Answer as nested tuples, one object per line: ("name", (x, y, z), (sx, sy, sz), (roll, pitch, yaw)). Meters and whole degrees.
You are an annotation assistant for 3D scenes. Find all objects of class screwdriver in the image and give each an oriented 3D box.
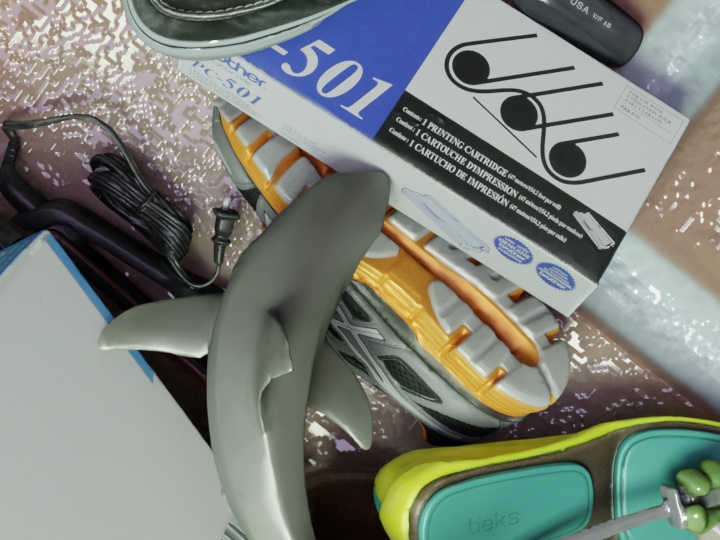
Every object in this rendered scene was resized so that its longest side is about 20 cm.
("screwdriver", (0.035, -0.143, 0.758), (0.200, 0.028, 0.029), (27, 114, -13))

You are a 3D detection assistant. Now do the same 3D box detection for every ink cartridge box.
("ink cartridge box", (-0.185, 0.107, 0.725), (0.200, 0.146, 0.147), (-21, 113, 32))
("ink cartridge box", (0.031, -0.075, 0.763), (0.200, 0.044, 0.094), (32, 65, 1))

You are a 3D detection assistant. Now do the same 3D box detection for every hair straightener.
("hair straightener", (-0.085, -0.009, 0.824), (0.200, 0.041, 0.077), (42, 103, 3))

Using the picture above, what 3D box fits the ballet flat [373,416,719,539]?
("ballet flat", (0.097, 0.094, 0.792), (0.200, 0.067, 0.067), (-2, 100, -23))

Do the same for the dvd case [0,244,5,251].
("dvd case", (-0.201, 0.060, 0.808), (0.150, 0.025, 0.200), (46, 127, -12))

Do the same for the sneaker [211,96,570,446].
("sneaker", (0.000, 0.000, 0.794), (0.200, 0.078, 0.077), (49, 137, 8))

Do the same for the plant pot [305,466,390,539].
("plant pot", (0.007, 0.225, 0.781), (0.200, 0.200, 0.199), (28, 110, 2))

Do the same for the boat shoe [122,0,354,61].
("boat shoe", (-0.006, -0.142, 0.687), (0.200, 0.071, 0.072), (-25, 91, 8))

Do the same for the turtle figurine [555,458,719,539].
("turtle figurine", (0.198, 0.101, 0.716), (0.200, 0.144, 0.194), (34, 75, -13))

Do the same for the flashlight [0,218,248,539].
("flashlight", (-0.119, 0.053, 0.821), (0.200, 0.068, 0.068), (38, 108, 1))

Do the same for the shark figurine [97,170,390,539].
("shark figurine", (-0.022, 0.063, 0.675), (0.128, 0.090, 0.215), (-8, 75, -17))
